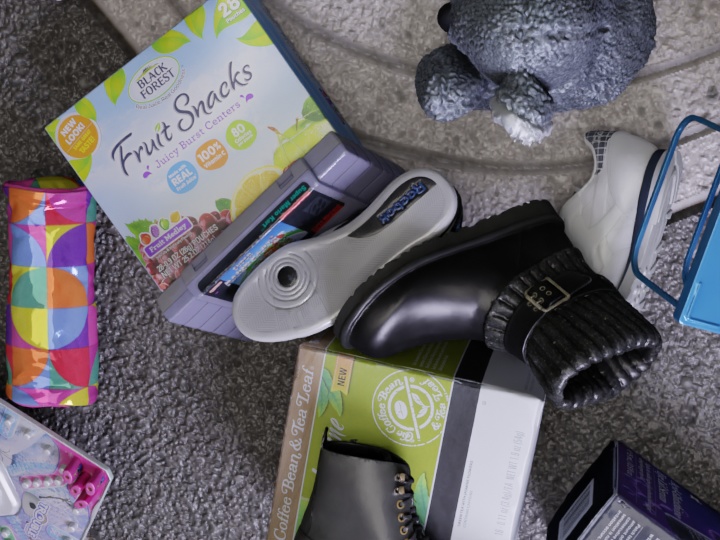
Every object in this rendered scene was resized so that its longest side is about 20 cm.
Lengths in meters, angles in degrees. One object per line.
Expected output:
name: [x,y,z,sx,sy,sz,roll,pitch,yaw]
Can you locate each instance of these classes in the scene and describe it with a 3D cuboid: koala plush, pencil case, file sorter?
koala plush: [0.128,-0.183,1.102,0.183,0.200,0.178,10,102,8]
pencil case: [-0.262,0.020,1.271,0.088,0.088,0.201,5,100,9]
file sorter: [0.319,-0.021,1.105,0.199,0.123,0.139,14,103,-17]

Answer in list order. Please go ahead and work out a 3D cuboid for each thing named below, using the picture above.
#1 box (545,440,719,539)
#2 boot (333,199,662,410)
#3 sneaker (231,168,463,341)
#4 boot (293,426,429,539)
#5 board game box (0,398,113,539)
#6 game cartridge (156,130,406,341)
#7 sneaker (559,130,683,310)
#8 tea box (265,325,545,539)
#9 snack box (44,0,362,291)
box: [0.251,0.249,1.189,0.200,0.148,0.105,35,104,1]
boot: [0.101,0.047,1.119,0.210,0.080,0.158,-26,61,-10]
sneaker: [0.000,0.000,1.194,0.200,0.112,0.073,-32,75,8]
boot: [0.045,0.207,1.120,0.199,0.077,0.139,13,100,6]
board game box: [-0.332,0.192,1.307,0.200,0.026,0.200,32,125,3]
game cartridge: [-0.058,-0.021,1.204,0.200,0.130,0.038,-43,68,15]
sneaker: [0.191,-0.011,1.197,0.080,0.076,0.201,19,99,19]
tea box: [0.039,0.158,1.216,0.196,0.134,0.201,11,103,9]
snack box: [-0.128,-0.109,1.230,0.200,0.068,0.169,-34,93,12]
